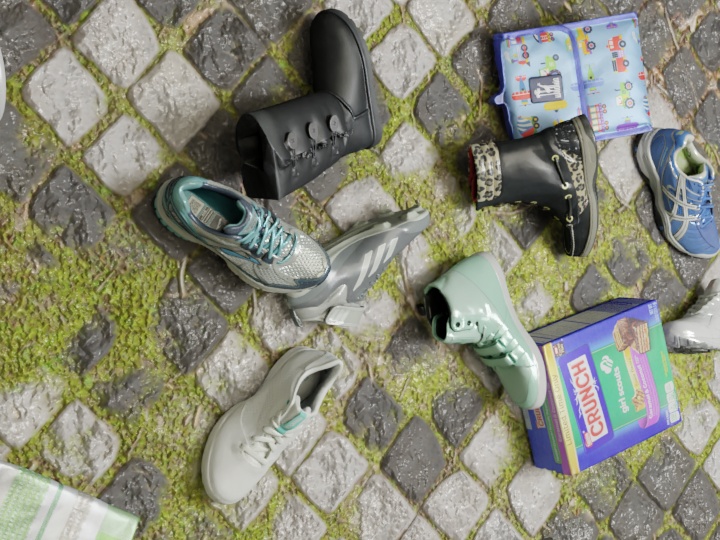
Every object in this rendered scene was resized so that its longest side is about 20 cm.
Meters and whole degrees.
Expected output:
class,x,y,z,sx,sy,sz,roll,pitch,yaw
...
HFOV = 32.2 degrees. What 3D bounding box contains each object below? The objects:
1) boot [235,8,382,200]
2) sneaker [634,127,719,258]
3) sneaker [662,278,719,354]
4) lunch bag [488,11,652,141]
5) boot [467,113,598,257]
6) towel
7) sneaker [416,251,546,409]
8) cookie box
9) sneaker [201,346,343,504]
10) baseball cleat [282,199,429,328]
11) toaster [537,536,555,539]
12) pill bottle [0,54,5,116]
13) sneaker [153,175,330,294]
class,x,y,z,sx,sy,sz,roll,pitch,yaw
boot,-0.065,-0.180,1.334,0.200,0.065,0.166,-31,106,-45
sneaker,0.437,-0.101,1.670,0.076,0.077,0.200,-41,111,-28
sneaker,0.474,0.062,1.700,0.199,0.078,0.100,-1,83,-41
lunch bag,0.249,-0.231,1.562,0.199,0.094,0.151,-12,97,-19
boot,0.211,-0.091,1.531,0.153,0.074,0.204,-11,131,-4
towel,-0.325,0.275,1.213,0.200,0.031,0.150,29,75,-29
sneaker,0.139,0.089,1.480,0.118,0.074,0.201,-26,93,-36
cookie box,0.298,0.143,1.579,0.199,0.075,0.172,-19,100,-30
sneaker,-0.091,0.162,1.327,0.075,0.088,0.200,45,68,-25
baseball cleat,0.000,0.000,1.408,0.199,0.070,0.107,-25,108,-20
toaster,0.237,0.441,1.482,0.200,0.118,0.181,37,52,-26
pill bottle,-0.427,-0.169,1.101,0.199,0.112,0.113,-15,97,-31
sneaker,-0.118,-0.036,1.292,0.199,0.086,0.078,25,76,-14
